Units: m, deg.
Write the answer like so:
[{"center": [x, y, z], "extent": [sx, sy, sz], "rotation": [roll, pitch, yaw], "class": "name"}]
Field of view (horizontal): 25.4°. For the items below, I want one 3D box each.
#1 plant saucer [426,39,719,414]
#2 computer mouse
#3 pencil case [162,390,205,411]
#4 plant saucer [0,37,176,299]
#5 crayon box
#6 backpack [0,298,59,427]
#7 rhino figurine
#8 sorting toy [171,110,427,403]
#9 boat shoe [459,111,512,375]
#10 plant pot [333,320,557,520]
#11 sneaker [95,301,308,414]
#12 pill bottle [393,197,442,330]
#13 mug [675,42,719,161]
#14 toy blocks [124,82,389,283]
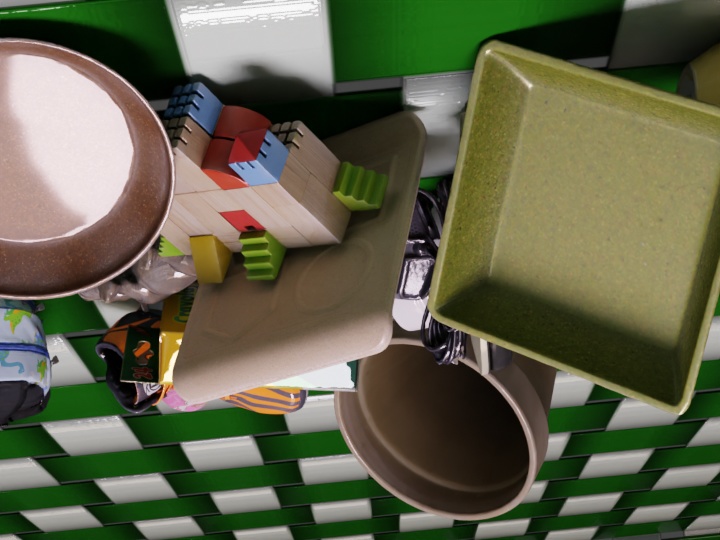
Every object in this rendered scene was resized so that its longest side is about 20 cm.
[{"center": [0.156, -0.034, 1.060], "extent": [0.199, 0.202, 0.048], "rotation": [21, -159, 26], "class": "plant saucer"}, {"center": [0.022, -0.020, 1.210], "extent": [0.052, 0.140, 0.199], "rotation": [-15, -156, -40], "class": "computer mouse"}, {"center": [-0.113, 0.075, 1.529], "extent": [0.199, 0.087, 0.083], "rotation": [-22, 123, 41], "class": "pencil case"}, {"center": [-0.219, -0.070, 1.036], "extent": [0.198, 0.037, 0.202], "rotation": [-4, 128, -5], "class": "plant saucer"}, {"center": [-0.103, 0.055, 1.369], "extent": [0.198, 0.051, 0.127], "rotation": [2, -160, -6], "class": "crayon box"}, {"center": [-0.344, 0.075, 1.400], "extent": [0.161, 0.156, 0.200], "rotation": [1, -178, -13], "class": "backpack"}, {"center": [-0.177, -0.002, 1.318], "extent": [0.087, 0.060, 0.200], "rotation": [-7, 168, -32], "class": "rhino figurine"}, {"center": [-0.038, -0.007, 1.133], "extent": [0.184, 0.201, 0.036], "rotation": [-18, 135, 31], "class": "sorting toy"}, {"center": [0.106, -0.019, 1.172], "extent": [0.062, 0.204, 0.074], "rotation": [-3, -162, -7], "class": "boat shoe"}, {"center": [0.102, 0.097, 1.470], "extent": [0.199, 0.201, 0.174], "rotation": [-24, -162, 42], "class": "plant pot"}, {"center": [-0.151, 0.098, 1.433], "extent": [0.198, 0.078, 0.112], "rotation": [16, -152, 24], "class": "sneaker"}, {"center": [0.119, -0.016, 1.272], "extent": [0.198, 0.121, 0.120], "rotation": [-14, 159, 22], "class": "pill bottle"}, {"center": [0.294, -0.112, 1.077], "extent": [0.151, 0.189, 0.150], "rotation": [3, -166, 0], "class": "mug"}, {"center": [-0.101, -0.071, 1.100], "extent": [0.199, 0.101, 0.137], "rotation": [-3, 147, 38], "class": "toy blocks"}]
